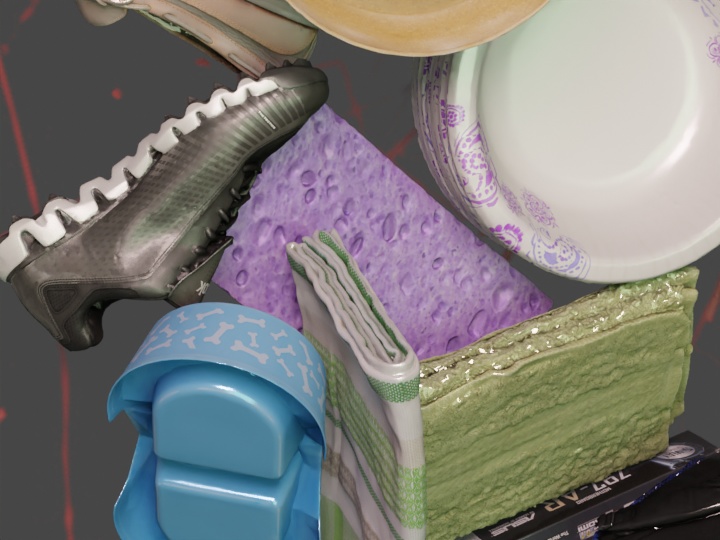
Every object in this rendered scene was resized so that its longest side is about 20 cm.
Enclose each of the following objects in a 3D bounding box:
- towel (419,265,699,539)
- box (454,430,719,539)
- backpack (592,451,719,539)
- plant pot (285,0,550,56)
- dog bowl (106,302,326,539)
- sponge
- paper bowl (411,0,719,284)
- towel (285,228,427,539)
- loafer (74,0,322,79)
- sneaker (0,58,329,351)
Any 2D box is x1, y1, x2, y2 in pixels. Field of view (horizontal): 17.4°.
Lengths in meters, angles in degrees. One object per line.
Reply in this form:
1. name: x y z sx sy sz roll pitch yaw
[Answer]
1. towel: 0.097 0.076 1.289 0.200 0.037 0.148 -23 141 -18
2. box: 0.134 0.204 1.362 0.200 0.044 0.160 -22 108 -14
3. backpack: 0.250 0.169 1.291 0.200 0.162 0.168 -32 132 -19
4. plant pot: 0.027 -0.199 1.079 0.200 0.027 0.200 -6 106 -22
5. dog bowl: -0.068 0.091 1.209 0.111 0.050 0.200 10 140 6
6. sponge: 0.000 0.000 1.276 0.200 0.030 0.112 40 88 -22
7. paper bowl: 0.124 -0.100 1.256 0.200 0.104 0.201 -5 104 -19
8. towel: -0.002 0.097 1.208 0.031 0.149 0.200 -11 121 -14
9. loafer: -0.110 -0.141 1.187 0.200 0.072 0.063 18 103 -25
10. sneaker: -0.090 -0.027 1.195 0.200 0.066 0.091 -33 86 5
